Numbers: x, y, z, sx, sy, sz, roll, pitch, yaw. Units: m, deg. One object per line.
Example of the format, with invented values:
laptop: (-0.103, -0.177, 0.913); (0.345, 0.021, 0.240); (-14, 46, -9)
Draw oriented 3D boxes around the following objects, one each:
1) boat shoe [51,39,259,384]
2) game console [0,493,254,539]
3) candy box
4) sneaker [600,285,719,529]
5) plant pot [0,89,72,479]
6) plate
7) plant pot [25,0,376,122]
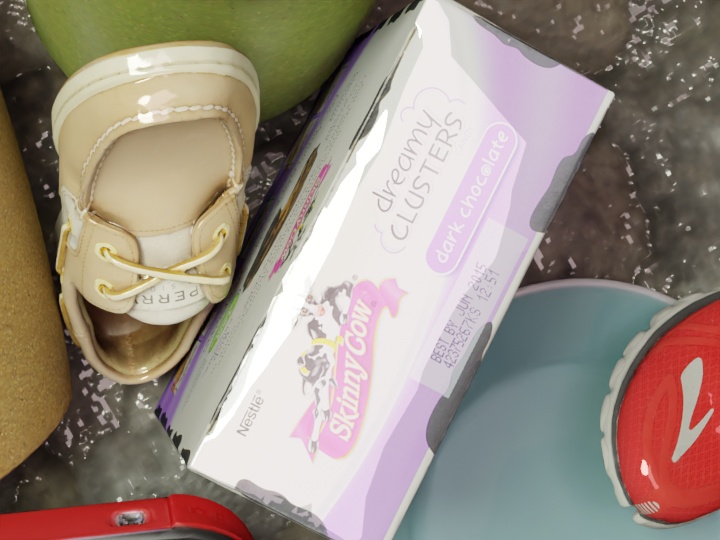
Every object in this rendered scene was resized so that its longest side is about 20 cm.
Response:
boat shoe: (-0.069, -0.014, 0.766); (0.073, 0.200, 0.069); (-7, 71, -11)
game console: (-0.131, 0.162, 0.809); (0.199, 0.031, 0.177); (-5, 122, -7)
candy box: (0.000, 0.000, 0.779); (0.071, 0.200, 0.168); (28, 88, -8)
sneaker: (0.176, 0.026, 0.846); (0.200, 0.085, 0.077); (-35, 96, -19)
plant pot: (-0.190, -0.016, 0.779); (0.186, 0.186, 0.200); (-31, 113, -6)
plate: (0.084, 0.104, 0.869); (0.199, 0.026, 0.201); (1, 86, -18)
plant pot: (-0.052, -0.145, 0.762); (0.199, 0.184, 0.201); (3, 68, -7)
